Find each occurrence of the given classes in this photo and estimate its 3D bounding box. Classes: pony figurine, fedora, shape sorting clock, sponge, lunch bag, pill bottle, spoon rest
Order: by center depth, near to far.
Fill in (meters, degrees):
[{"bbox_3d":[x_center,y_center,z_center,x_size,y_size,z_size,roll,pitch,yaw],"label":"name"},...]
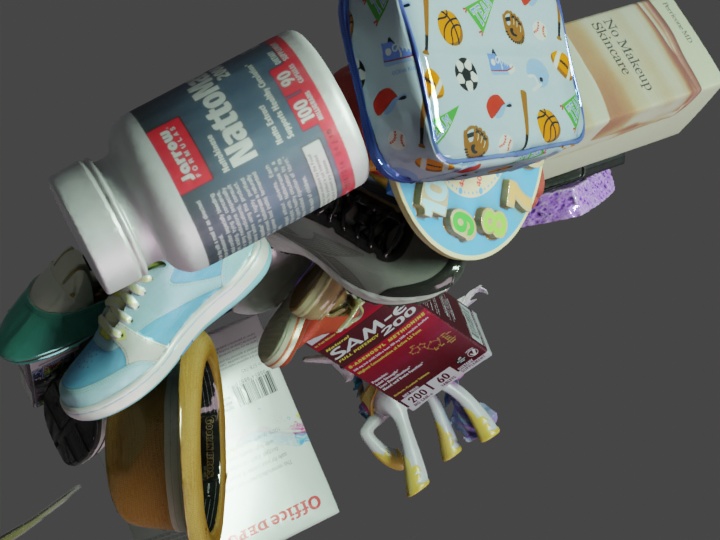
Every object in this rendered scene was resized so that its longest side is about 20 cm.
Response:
[{"bbox_3d":[-0.106,-0.069,1.375,0.199,0.120,0.120,-29,164,-9],"label":"pill bottle"},{"bbox_3d":[0.075,-0.148,1.418,0.075,0.161,0.199,-16,177,41],"label":"lunch bag"},{"bbox_3d":[0.082,-0.108,1.503,0.039,0.201,0.199,-1,-170,44],"label":"shape sorting clock"},{"bbox_3d":[-0.153,0.140,1.573,0.081,0.202,0.201,-1,164,3],"label":"fedora"},{"bbox_3d":[-0.063,-0.024,1.710,0.100,0.061,0.200,-52,-177,-31],"label":"spoon rest"},{"bbox_3d":[0.120,-0.057,1.798,0.199,0.030,0.111,-10,-169,27],"label":"sponge"},{"bbox_3d":[0.058,0.108,2.123,0.193,0.201,0.166,-34,-177,-16],"label":"pony figurine"}]

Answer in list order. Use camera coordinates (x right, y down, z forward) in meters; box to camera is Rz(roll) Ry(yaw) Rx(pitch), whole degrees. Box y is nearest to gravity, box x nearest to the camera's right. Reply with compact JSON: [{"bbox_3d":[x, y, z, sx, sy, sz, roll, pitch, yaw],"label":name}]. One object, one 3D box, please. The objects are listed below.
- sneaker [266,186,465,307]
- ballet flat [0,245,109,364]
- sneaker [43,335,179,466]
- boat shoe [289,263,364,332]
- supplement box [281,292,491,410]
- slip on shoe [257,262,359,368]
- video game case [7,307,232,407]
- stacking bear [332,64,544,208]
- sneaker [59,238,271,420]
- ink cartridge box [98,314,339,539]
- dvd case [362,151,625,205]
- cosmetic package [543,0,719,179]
[{"bbox_3d":[-0.013,-0.035,1.555,0.074,0.199,0.079,-62,166,-24],"label":"sneaker"},{"bbox_3d":[-0.198,0.001,1.551,0.199,0.067,0.071,-26,140,-17],"label":"ballet flat"},{"bbox_3d":[-0.185,0.091,1.663,0.115,0.076,0.201,-16,156,-35],"label":"sneaker"},{"bbox_3d":[0.000,0.000,1.680,0.073,0.063,0.200,-47,180,29],"label":"boat shoe"},{"bbox_3d":[0.027,0.053,1.962,0.109,0.061,0.200,-37,136,20],"label":"supplement box"},{"bbox_3d":[-0.030,0.028,1.752,0.074,0.061,0.200,-47,-177,35],"label":"slip on shoe"},{"bbox_3d":[-0.195,0.033,1.679,0.199,0.036,0.181,-27,164,-14],"label":"video game case"},{"bbox_3d":[0.040,-0.106,1.561,0.121,0.114,0.200,-20,160,28],"label":"stacking bear"},{"bbox_3d":[-0.171,0.007,1.485,0.200,0.079,0.131,-46,129,-12],"label":"sneaker"},{"bbox_3d":[-0.142,0.167,1.831,0.145,0.201,0.144,-21,177,-31],"label":"ink cartridge box"},{"bbox_3d":[0.113,-0.087,1.755,0.199,0.018,0.142,-19,-157,-35],"label":"dvd case"},{"bbox_3d":[0.200,-0.155,1.713,0.199,0.104,0.087,-21,162,-36],"label":"cosmetic package"}]
